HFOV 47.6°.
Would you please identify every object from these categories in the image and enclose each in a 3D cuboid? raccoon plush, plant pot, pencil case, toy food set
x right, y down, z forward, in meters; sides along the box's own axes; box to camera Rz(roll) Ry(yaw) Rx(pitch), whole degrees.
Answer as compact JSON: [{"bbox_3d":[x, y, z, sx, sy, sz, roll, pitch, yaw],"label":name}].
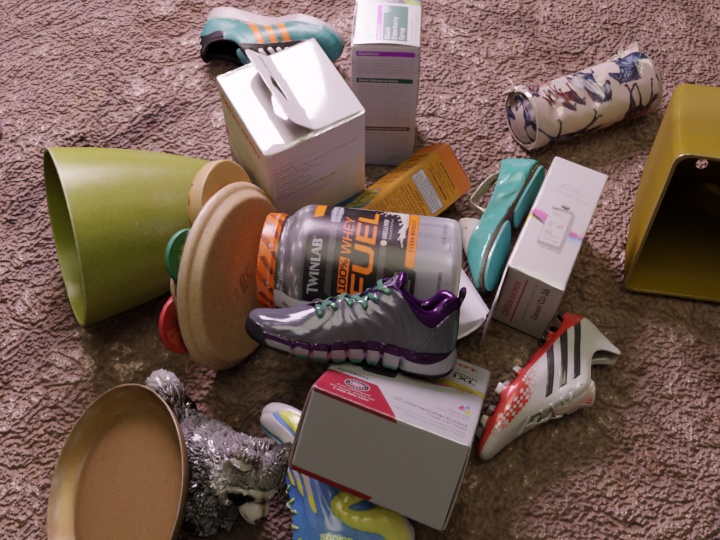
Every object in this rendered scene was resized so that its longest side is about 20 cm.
[{"bbox_3d":[-0.143,0.153,0.766,0.201,0.134,0.096,50,38,15],"label":"raccoon plush"},{"bbox_3d":[0.413,-0.098,0.922,0.196,0.202,0.178,7,48,3],"label":"plant pot"},{"bbox_3d":[-0.223,0.209,0.760,0.198,0.027,0.203,-15,65,34],"label":"plant pot"},{"bbox_3d":[0.283,-0.221,1.048,0.197,0.078,0.091,-19,82,-12],"label":"pencil case"},{"bbox_3d":[-0.227,-0.054,0.900,0.197,0.188,0.189,-13,59,-26],"label":"plant pot"},{"bbox_3d":[-0.138,0.006,0.842,0.048,0.201,0.200,10,63,22],"label":"toy food set"}]

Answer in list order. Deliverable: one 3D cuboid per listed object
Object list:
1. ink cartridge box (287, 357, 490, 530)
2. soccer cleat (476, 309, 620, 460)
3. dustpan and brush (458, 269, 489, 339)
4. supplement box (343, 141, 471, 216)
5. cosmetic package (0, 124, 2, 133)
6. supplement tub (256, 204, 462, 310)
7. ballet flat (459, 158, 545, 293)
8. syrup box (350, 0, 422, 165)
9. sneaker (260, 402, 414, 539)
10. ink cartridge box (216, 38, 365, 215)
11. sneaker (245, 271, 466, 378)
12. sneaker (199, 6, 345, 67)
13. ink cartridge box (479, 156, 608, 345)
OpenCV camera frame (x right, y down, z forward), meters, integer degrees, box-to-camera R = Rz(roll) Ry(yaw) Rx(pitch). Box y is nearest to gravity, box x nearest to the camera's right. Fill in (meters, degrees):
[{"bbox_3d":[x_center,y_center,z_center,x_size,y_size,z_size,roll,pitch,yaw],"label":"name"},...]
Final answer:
[{"bbox_3d":[0.036,0.135,0.762,0.144,0.200,0.084,19,105,9],"label":"ink cartridge box"},{"bbox_3d":[0.195,0.128,0.849,0.085,0.069,0.200,35,61,19],"label":"soccer cleat"},{"bbox_3d":[0.024,0.045,0.908,0.197,0.058,0.140,-16,50,-17],"label":"dustpan and brush"},{"bbox_3d":[0.033,-0.068,0.949,0.199,0.066,0.069,-41,108,-21],"label":"supplement box"},{"bbox_3d":[-0.527,-0.157,0.926,0.121,0.200,0.203,7,59,3],"label":"cosmetic package"},{"bbox_3d":[0.000,0.000,0.824,0.196,0.123,0.124,5,59,3],"label":"supplement tub"},{"bbox_3d":[0.154,-0.057,0.963,0.069,0.068,0.201,14,56,26],"label":"ballet flat"},{"bbox_3d":[0.030,-0.220,0.973,0.080,0.201,0.080,3,58,1],"label":"syrup box"},{"bbox_3d":[-0.046,0.221,0.783,0.199,0.076,0.105,39,67,19],"label":"sneaker"},{"bbox_3d":[-0.074,-0.149,0.928,0.124,0.201,0.129,-26,63,-16],"label":"ink cartridge box"},{"bbox_3d":[-0.003,0.036,0.740,0.197,0.074,0.089,9,102,-13],"label":"sneaker"},{"bbox_3d":[-0.121,-0.295,1.096,0.196,0.072,0.081,9,64,10],"label":"sneaker"},{"bbox_3d":[0.201,-0.009,0.900,0.067,0.117,0.202,23,62,12],"label":"ink cartridge box"}]
